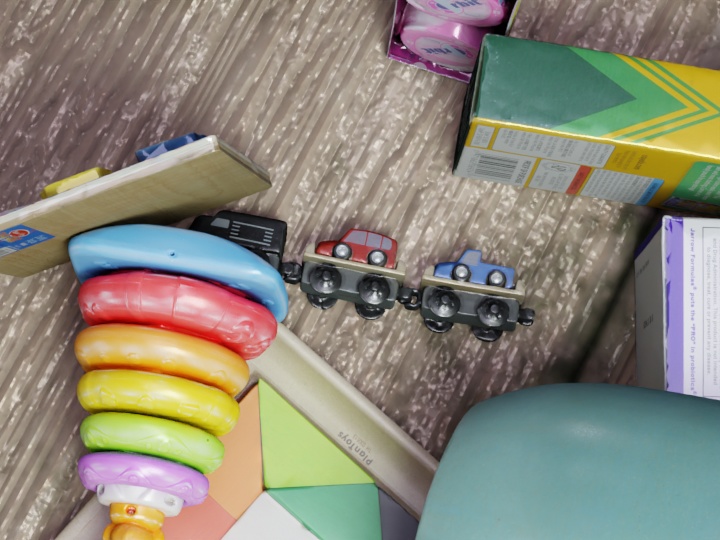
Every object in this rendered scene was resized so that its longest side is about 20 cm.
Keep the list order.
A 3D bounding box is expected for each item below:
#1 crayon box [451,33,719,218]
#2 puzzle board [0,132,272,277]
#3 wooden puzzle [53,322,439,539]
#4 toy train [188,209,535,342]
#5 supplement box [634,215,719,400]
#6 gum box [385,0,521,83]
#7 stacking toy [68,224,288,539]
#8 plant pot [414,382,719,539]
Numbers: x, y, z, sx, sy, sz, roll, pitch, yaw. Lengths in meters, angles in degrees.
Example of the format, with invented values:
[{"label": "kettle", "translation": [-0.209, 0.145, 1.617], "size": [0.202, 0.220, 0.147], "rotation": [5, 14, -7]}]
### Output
[{"label": "crayon box", "translation": [0.155, -0.072, 1.255], "size": [0.198, 0.126, 0.052], "rotation": [10, 79, -1]}, {"label": "puzzle board", "translation": [-0.129, -0.033, 1.190], "size": [0.150, 0.200, 0.018], "rotation": [-20, 85, 4]}, {"label": "wooden puzzle", "translation": [-0.050, 0.154, 1.252], "size": [0.185, 0.037, 0.200], "rotation": [41, 81, 5]}, {"label": "toy train", "translation": [0.000, 0.000, 1.285], "size": [0.198, 0.034, 0.046], "rotation": [11, 67, 1]}, {"label": "supplement box", "translation": [0.253, 0.031, 1.252], "size": [0.198, 0.101, 0.104], "rotation": [1, 80, -1]}, {"label": "gum box", "translation": [0.064, -0.185, 1.234], "size": [0.066, 0.200, 0.114], "rotation": [17, 78, 1]}, {"label": "stacking toy", "translation": [-0.108, 0.087, 1.208], "size": [0.115, 0.110, 0.202], "rotation": [8, 75, 2]}, {"label": "plant pot", "translation": [0.116, 0.146, 1.162], "size": [0.160, 0.201, 0.202], "rotation": [16, 79, 17]}]
